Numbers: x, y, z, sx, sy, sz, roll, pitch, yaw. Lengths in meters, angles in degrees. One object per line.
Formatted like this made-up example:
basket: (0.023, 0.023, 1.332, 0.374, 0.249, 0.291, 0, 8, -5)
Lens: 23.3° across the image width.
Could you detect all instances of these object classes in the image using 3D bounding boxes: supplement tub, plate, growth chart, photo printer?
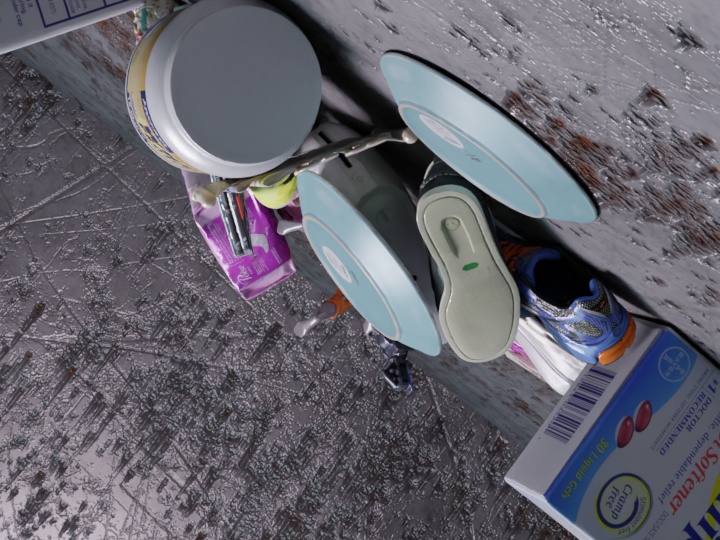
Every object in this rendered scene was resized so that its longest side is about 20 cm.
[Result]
supplement tub: (-0.113, -0.150, 1.435, 0.144, 0.145, 0.200, 38, 175, -14)
plate: (0.088, -0.089, 1.288, 0.200, 0.026, 0.200, 37, 176, 3)
growth chart: (-0.052, -0.090, 1.479, 0.145, 0.198, 0.018, -125, 17, -81)
plate: (0.000, 0.000, 1.535, 0.200, 0.026, 0.200, 49, 168, 14)
photo printer: (0.016, -0.042, 1.644, 0.201, 0.069, 0.167, 60, 175, -33)

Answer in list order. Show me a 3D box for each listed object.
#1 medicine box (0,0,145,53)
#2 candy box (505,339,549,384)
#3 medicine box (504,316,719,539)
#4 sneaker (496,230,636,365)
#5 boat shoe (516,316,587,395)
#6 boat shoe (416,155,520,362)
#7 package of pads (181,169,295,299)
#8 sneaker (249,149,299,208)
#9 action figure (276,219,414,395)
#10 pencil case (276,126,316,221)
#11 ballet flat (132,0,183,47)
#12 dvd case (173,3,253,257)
medicine box: (-0.301, -0.241, 1.453, 0.182, 0.198, 0.104, -156, 48, -69)
candy box: (0.190, 0.073, 1.726, 0.136, 0.061, 0.200, 33, 177, 24)
medicine box: (0.262, 0.172, 1.507, 0.200, 0.183, 0.103, 38, 174, -14)
sneaker: (0.151, 0.003, 1.498, 0.199, 0.075, 0.079, 27, 156, 37)
boat shoe: (0.155, 0.024, 1.589, 0.201, 0.072, 0.066, 54, 142, 21)
boat shoe: (0.091, -0.007, 1.463, 0.068, 0.071, 0.201, -95, -10, -51)
package of pads: (-0.135, -0.063, 1.880, 0.121, 0.075, 0.200, 59, -178, -23)
sneaker: (-0.099, -0.117, 1.657, 0.075, 0.077, 0.201, 17, 150, 14)
action figure: (0.020, 0.023, 1.805, 0.105, 0.192, 0.202, -41, 61, 50)
pencil case: (-0.065, -0.099, 1.841, 0.083, 0.086, 0.200, 53, 180, 11)
ballet flat: (-0.157, -0.191, 1.728, 0.075, 0.064, 0.200, -20, 134, 36)
dvd case: (-0.139, -0.133, 1.641, 0.146, 0.022, 0.201, -104, 1, -58)
